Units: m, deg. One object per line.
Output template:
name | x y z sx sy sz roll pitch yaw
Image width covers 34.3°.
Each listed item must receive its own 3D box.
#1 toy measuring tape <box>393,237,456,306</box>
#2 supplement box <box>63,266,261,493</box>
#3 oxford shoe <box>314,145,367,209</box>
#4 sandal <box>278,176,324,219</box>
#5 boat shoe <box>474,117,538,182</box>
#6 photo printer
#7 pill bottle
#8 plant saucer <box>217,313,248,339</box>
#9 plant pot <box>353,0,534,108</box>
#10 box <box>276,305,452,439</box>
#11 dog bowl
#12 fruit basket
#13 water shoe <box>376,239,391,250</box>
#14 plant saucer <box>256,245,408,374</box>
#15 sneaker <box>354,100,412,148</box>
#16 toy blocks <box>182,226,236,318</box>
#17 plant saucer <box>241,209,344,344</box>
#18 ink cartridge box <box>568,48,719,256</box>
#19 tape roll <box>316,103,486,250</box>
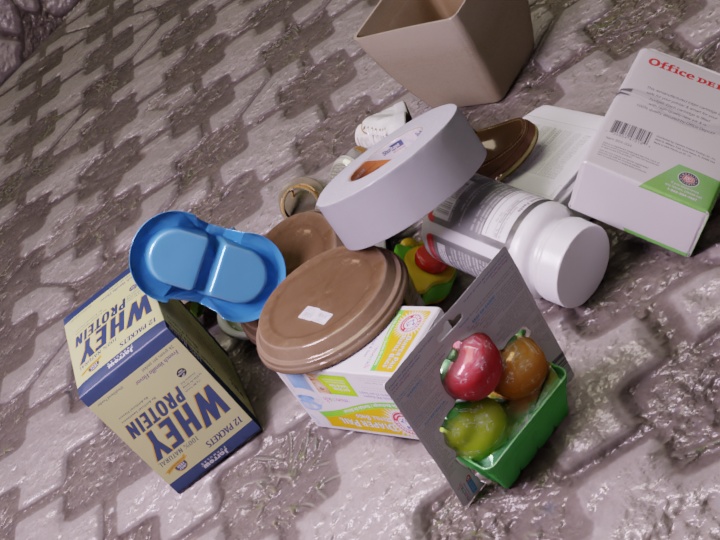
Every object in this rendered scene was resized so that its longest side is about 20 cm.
toy measuring tape | 0.092 0.031 1.410 0.073 0.074 0.201 -30 46 10
supplement box | -0.253 0.130 1.474 0.134 0.200 0.200 -38 32 1
oxford shoe | -0.016 -0.101 1.606 0.058 0.075 0.200 -46 -12 -30
sandal | -0.090 -0.095 1.756 0.080 0.054 0.201 -30 31 10
boat shoe | 0.129 -0.136 1.456 0.199 0.067 0.072 -27 40 34
photo printer | 0.234 -0.129 1.463 0.166 0.070 0.200 -46 32 -12
pill bottle | 0.176 -0.035 1.333 0.199 0.114 0.114 26 65 41
plant saucer | -0.103 0.030 1.606 0.199 0.050 0.201 -26 32 18
plant pot | 0.146 -0.354 1.748 0.199 0.177 0.201 -1 46 44
box | 0.018 0.112 1.315 0.199 0.113 0.102 -1 44 45
dog bowl | -0.191 -0.008 1.432 0.050 0.199 0.112 27 99 65
fruit basket | 0.117 0.106 1.140 0.185 0.200 0.093 -48 34 -18
water shoe | 0.000 0.000 1.507 0.078 0.072 0.201 -10 36 9
plant saucer | -0.038 0.036 1.337 0.199 0.030 0.201 -23 33 16
sneaker | 0.037 -0.173 1.578 0.084 0.073 0.200 -22 15 6
toy blocks | -0.219 -0.005 1.690 0.136 0.100 0.200 -35 3 20
plant saucer | -0.087 0.005 1.498 0.199 0.029 0.201 -25 48 30
ink cartridge box | 0.338 -0.135 1.295 0.145 0.084 0.201 24 57 14
tape roll | 0.047 -0.109 1.355 0.199 0.066 0.200 -33 15 10
